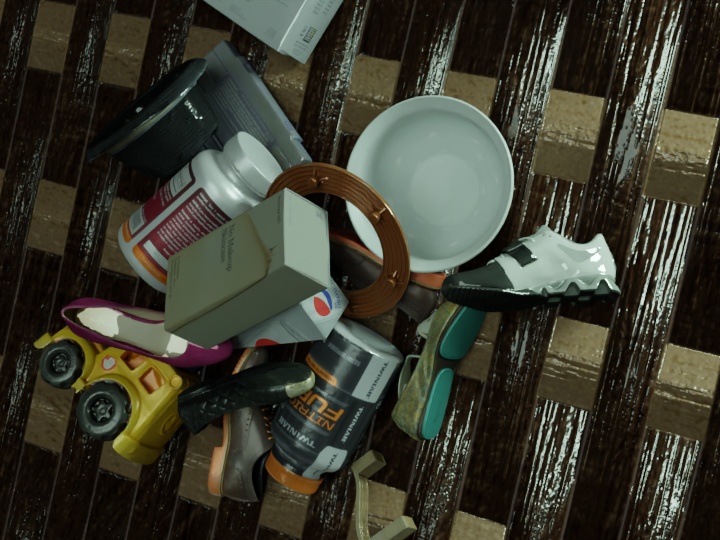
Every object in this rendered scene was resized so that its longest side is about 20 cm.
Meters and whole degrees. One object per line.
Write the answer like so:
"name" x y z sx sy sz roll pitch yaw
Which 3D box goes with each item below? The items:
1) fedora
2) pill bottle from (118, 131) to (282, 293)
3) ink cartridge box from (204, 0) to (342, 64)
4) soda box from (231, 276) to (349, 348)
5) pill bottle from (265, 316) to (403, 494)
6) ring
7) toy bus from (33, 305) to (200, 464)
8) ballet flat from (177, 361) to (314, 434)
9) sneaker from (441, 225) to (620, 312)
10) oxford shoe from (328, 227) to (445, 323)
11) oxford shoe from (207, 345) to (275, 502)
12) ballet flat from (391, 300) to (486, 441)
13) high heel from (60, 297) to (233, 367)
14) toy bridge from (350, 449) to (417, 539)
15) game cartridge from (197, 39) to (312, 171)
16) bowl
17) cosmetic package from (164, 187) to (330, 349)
"fedora" -0.244 -0.172 1.393 0.200 0.201 0.092 -35 109 17
"pill bottle" -0.190 -0.072 1.372 0.200 0.113 0.113 -39 75 17
"ink cartridge box" -0.113 -0.388 1.402 0.200 0.084 0.176 37 102 18
"soda box" -0.112 0.045 1.346 0.199 0.064 0.068 -9 127 43
"pill bottle" -0.038 0.164 1.339 0.106 0.106 0.201 32 100 20
"ring" -0.033 -0.029 1.297 0.199 0.019 0.202 18 128 24
"toy bus" -0.286 0.115 1.436 0.192 0.136 0.200 -46 70 0
"ballet flat" -0.132 0.148 1.327 0.199 0.066 0.057 -16 105 32
"sneaker" 0.185 -0.004 1.262 0.198 0.074 0.089 -3 71 -6
"oxford shoe" 0.000 0.000 1.351 0.199 0.071 0.073 24 102 20
"oxford shoe" -0.131 0.188 1.397 0.072 0.071 0.202 13 96 16
"ballet flat" 0.087 0.098 1.317 0.070 0.071 0.201 22 96 21
"high heel" -0.253 0.071 1.334 0.199 0.096 0.068 17 89 14
"toy bridge" 0.033 0.311 1.312 0.067 0.027 0.201 -38 56 16
"game cartridge" -0.159 -0.180 1.441 0.129 0.038 0.201 -37 75 12
"bowl" 0.089 -0.095 1.306 0.199 0.090 0.203 -1 87 22
"cosmetic package" -0.129 0.002 1.269 0.199 0.073 0.104 -29 50 34
